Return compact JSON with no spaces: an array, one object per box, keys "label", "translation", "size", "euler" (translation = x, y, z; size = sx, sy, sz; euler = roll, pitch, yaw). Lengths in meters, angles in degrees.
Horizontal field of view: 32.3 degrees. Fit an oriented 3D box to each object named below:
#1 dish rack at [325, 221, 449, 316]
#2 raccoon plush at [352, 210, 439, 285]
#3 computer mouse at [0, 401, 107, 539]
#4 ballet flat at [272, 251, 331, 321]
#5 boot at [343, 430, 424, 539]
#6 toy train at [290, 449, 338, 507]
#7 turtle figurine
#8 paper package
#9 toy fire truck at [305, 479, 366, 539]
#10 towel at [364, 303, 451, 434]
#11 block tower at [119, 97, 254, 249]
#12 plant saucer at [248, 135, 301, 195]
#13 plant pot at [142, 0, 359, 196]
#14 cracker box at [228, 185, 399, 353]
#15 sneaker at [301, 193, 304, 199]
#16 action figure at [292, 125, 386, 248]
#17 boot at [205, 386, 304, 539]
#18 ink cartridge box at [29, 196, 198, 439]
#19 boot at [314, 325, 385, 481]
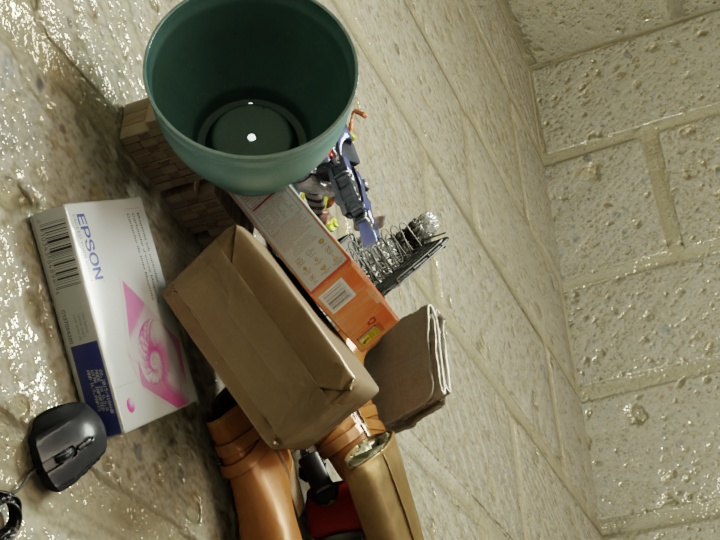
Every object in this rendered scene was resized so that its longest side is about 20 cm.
[{"label":"dish rack","translation":[0.000,0.000,1.401],"size":[0.153,0.199,0.055],"euler":[-41,105,-38]},{"label":"raccoon plush","translation":[0.009,-0.028,1.605],"size":[0.097,0.200,0.134],"euler":[39,-6,12]},{"label":"computer mouse","translation":[-0.239,0.150,0.931],"size":[0.200,0.034,0.059],"euler":[-53,126,-67]},{"label":"ballet flat","translation":[-0.065,0.027,1.504],"size":[0.069,0.069,0.202],"euler":[29,49,-66]},{"label":"boot","translation":[0.023,0.290,1.278],"size":[0.175,0.065,0.202],"euler":[-45,119,-71]},{"label":"toy train","translation":[-0.079,0.158,1.319],"size":[0.201,0.034,0.046],"euler":[60,-9,13]},{"label":"turtle figurine","translation":[-0.043,-0.110,1.574],"size":[0.201,0.064,0.163],"euler":[-84,-171,-55]},{"label":"paper package","translation":[-0.081,0.070,1.195],"size":[0.191,0.103,0.200],"euler":[53,1,11]},{"label":"toy fire truck","translation":[-0.031,0.313,1.329],"size":[0.200,0.127,0.178],"euler":[51,28,-72]},{"label":"towel","translation":[0.026,0.134,1.488],"size":[0.034,0.199,0.134],"euler":[30,44,-38]},{"label":"block tower","translation":[-0.177,-0.099,1.285],"size":[0.201,0.057,0.054],"euler":[59,23,-45]},{"label":"plant saucer","translation":[-0.132,-0.161,1.407],"size":[0.199,0.027,0.203],"euler":[12,72,-44]},{"label":"plant pot","translation":[-0.104,-0.156,1.197],"size":[0.135,0.198,0.202],"euler":[98,-12,-62]},{"label":"cracker box","translation":[-0.054,-0.023,1.274],"size":[0.200,0.058,0.134],"euler":[51,0,37]},{"label":"sneaker","translation":[-0.117,-0.154,1.475],"size":[0.085,0.074,0.202],"euler":[-57,129,-66]},{"label":"action figure","translation":[-0.039,-0.093,1.353],"size":[0.193,0.104,0.202],"euler":[38,32,-63]},{"label":"boot","translation":[-0.104,0.209,1.215],"size":[0.200,0.076,0.157],"euler":[-74,146,-63]},{"label":"ink cartridge box","translation":[-0.205,0.035,1.118],"size":[0.200,0.043,0.199],"euler":[-20,95,-71]},{"label":"boot","translation":[-0.008,0.146,1.421],"size":[0.155,0.074,0.199],"euler":[48,46,14]}]
